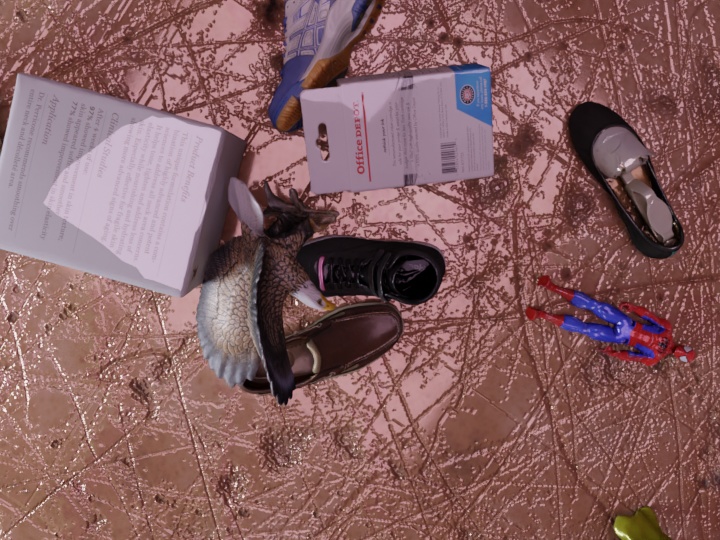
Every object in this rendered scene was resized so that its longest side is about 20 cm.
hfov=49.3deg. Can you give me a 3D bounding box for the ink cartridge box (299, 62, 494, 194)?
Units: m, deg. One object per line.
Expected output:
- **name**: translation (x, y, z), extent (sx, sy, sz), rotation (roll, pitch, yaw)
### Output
- **ink cartridge box**: translation (0.038, -0.153, 0.846), extent (0.198, 0.068, 0.117), rotation (-6, 110, -2)

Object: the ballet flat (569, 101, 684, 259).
- **ballet flat**: translation (0.305, -0.103, 0.873), extent (0.068, 0.068, 0.201), rotation (-34, 96, 2)

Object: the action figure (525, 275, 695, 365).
- **action figure**: translation (0.294, 0.066, 0.902), extent (0.198, 0.052, 0.066), rotation (20, 91, -7)

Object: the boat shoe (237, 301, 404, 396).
- **boat shoe**: translation (-0.044, 0.094, 0.874), extent (0.201, 0.075, 0.075), rotation (-22, 96, 0)

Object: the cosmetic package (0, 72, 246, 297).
- **cosmetic package**: translation (-0.241, -0.086, 0.803), extent (0.198, 0.166, 0.169), rotation (16, 95, -3)

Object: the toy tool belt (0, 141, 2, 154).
- **toy tool belt**: translation (-0.449, -0.102, 0.831), extent (0.122, 0.125, 0.202), rotation (-3, 93, 29)

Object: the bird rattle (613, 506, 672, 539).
- **bird rattle**: translation (0.347, 0.387, 0.914), extent (0.163, 0.113, 0.201), rotation (-37, 90, 24)

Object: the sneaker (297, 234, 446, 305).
- **sneaker**: translation (0.000, 0.000, 0.855), extent (0.198, 0.099, 0.071), rotation (-2, 98, -1)

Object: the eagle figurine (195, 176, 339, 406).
- **eagle figurine**: translation (-0.094, 0.020, 0.793), extent (0.150, 0.152, 0.201), rotation (25, 77, 14)

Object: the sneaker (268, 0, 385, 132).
- **sneaker**: translation (-0.053, -0.249, 0.852), extent (0.088, 0.075, 0.201), rotation (32, 92, 12)
